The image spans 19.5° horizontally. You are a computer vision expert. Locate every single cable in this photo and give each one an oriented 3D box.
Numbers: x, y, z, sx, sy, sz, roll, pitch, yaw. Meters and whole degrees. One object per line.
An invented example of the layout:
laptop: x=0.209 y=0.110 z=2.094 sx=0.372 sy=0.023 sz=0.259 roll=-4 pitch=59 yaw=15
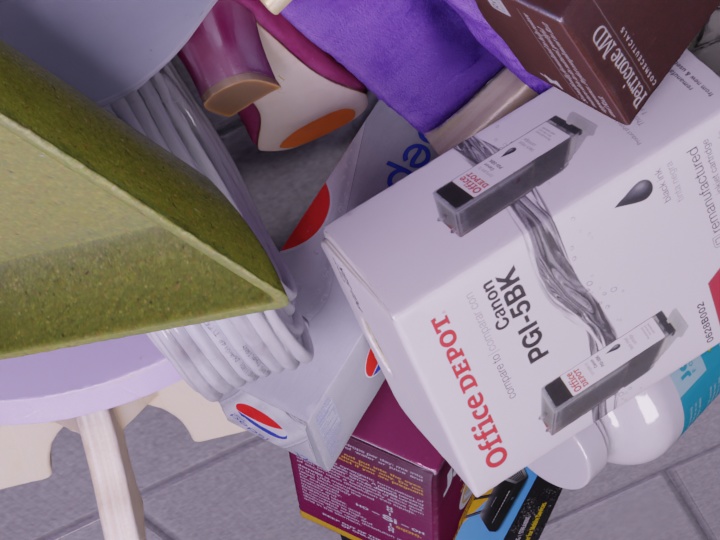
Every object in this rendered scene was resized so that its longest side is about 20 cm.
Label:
cable: x=-0.094 y=-0.033 z=0.992 sx=0.069 sy=0.200 sz=0.200 roll=-29 pitch=148 yaw=2

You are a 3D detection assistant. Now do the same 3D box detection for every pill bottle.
pill bottle: x=0.167 y=0.037 z=1.226 sx=0.200 sy=0.111 sz=0.111 roll=-43 pitch=159 yaw=-27

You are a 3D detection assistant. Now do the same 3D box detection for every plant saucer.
plant saucer: x=-0.158 y=-0.034 z=0.839 sx=0.200 sy=0.048 sz=0.200 roll=-11 pitch=147 yaw=40

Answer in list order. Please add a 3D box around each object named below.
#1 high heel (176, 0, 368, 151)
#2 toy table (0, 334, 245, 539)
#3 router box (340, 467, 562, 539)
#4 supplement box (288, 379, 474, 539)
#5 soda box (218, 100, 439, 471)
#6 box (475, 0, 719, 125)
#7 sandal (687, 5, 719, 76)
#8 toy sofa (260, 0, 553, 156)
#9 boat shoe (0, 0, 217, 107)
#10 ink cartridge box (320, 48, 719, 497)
high heel: x=-0.056 y=-0.117 z=1.052 sx=0.067 sy=0.096 sz=0.200 roll=-29 pitch=169 yaw=19
toy table: x=-0.142 y=0.060 z=1.151 sx=0.199 sy=0.184 sz=0.117 roll=-5 pitch=134 yaw=9
router box: x=0.073 y=0.147 z=1.508 sx=0.149 sy=0.051 sz=0.200 roll=-9 pitch=147 yaw=-15
supplement box: x=0.028 y=0.082 z=1.265 sx=0.103 sy=0.131 sz=0.200 roll=23 pitch=158 yaw=13
soda box: x=0.000 y=0.000 z=1.111 sx=0.200 sy=0.068 sz=0.064 roll=-57 pitch=157 yaw=-20
box: x=0.138 y=-0.178 z=0.942 sx=0.200 sy=0.075 sz=0.100 roll=-52 pitch=145 yaw=-4
sandal: x=0.164 y=-0.157 z=1.075 sx=0.080 sy=0.057 sz=0.201 roll=15 pitch=118 yaw=-15
toy sofa: x=0.025 y=-0.120 z=1.014 sx=0.083 sy=0.098 sz=0.200 roll=-41 pitch=146 yaw=9
boat shoe: x=-0.101 y=-0.123 z=0.898 sx=0.200 sy=0.074 sz=0.065 roll=-39 pitch=-163 yaw=-33
ink cartridge box: x=0.101 y=-0.003 z=1.035 sx=0.200 sy=0.083 sz=0.147 roll=-32 pitch=133 yaw=-6
